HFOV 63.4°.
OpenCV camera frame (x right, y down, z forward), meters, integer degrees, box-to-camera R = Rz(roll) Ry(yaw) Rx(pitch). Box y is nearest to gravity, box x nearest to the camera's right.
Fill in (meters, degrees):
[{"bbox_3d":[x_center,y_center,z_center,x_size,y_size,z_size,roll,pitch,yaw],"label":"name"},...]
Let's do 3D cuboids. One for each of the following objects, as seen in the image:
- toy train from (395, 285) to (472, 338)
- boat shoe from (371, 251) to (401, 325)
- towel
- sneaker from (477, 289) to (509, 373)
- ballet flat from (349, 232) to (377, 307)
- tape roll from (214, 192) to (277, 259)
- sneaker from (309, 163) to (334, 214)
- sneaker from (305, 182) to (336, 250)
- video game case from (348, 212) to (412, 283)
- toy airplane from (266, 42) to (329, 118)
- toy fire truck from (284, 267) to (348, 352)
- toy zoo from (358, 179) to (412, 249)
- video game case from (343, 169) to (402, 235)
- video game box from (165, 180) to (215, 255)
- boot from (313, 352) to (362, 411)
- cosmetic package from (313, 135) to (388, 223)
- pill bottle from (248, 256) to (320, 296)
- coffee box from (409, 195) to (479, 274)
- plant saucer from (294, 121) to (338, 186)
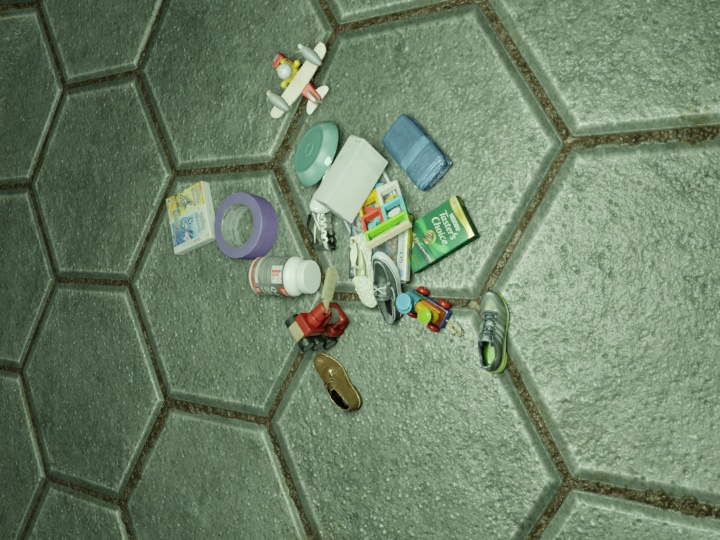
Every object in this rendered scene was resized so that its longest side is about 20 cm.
[{"bbox_3d":[0.186,0.117,1.481,0.198,0.115,0.086,32,103,28],"label":"toy train"},{"bbox_3d":[0.063,0.051,1.527,0.070,0.068,0.204,9,128,34],"label":"boat shoe"},{"bbox_3d":[0.148,-0.317,1.569,0.112,0.048,0.201,-45,68,20],"label":"towel"},{"bbox_3d":[0.320,0.150,1.421,0.072,0.080,0.206,-5,84,29],"label":"sneaker"},{"bbox_3d":[0.000,0.000,1.570,0.070,0.071,0.206,-10,84,29],"label":"ballet flat"},{"bbox_3d":[-0.361,-0.138,1.835,0.196,0.084,0.206,-1,87,30],"label":"tape roll"},{"bbox_3d":[-0.084,-0.248,1.635,0.073,0.088,0.202,25,70,19],"label":"sneaker"},{"bbox_3d":[-0.126,-0.154,1.708,0.089,0.066,0.206,-9,85,27],"label":"sneaker"},{"bbox_3d":[0.052,-0.063,1.585,0.196,0.025,0.186,4,93,38],"label":"video game case"},{"bbox_3d":[-0.190,-0.563,1.727,0.195,0.140,0.206,1,87,29],"label":"toy airplane"},{"bbox_3d":[-0.095,0.108,1.612,0.200,0.175,0.130,-45,67,19],"label":"toy fire truck"},{"bbox_3d":[0.059,-0.161,1.555,0.129,0.020,0.203,-28,46,16],"label":"toy zoo"},{"bbox_3d":[0.031,-0.172,1.643,0.180,0.023,0.203,-36,71,24],"label":"video game case"},{"bbox_3d":[-0.574,-0.176,1.984,0.179,0.047,0.205,-19,78,25],"label":"video game box"},{"bbox_3d":[-0.076,0.312,1.648,0.200,0.075,0.074,47,111,25],"label":"boot"},{"bbox_3d":[-0.026,-0.246,1.582,0.202,0.112,0.081,-56,38,-3],"label":"cosmetic package"},{"bbox_3d":[-0.223,0.017,1.726,0.196,0.115,0.119,1,87,30],"label":"pill bottle"},{"bbox_3d":[0.199,-0.093,1.527,0.198,0.044,0.125,-31,72,26],"label":"coffee box"},{"bbox_3d":[-0.139,-0.347,1.698,0.198,0.035,0.205,-27,54,43],"label":"plant saucer"}]
